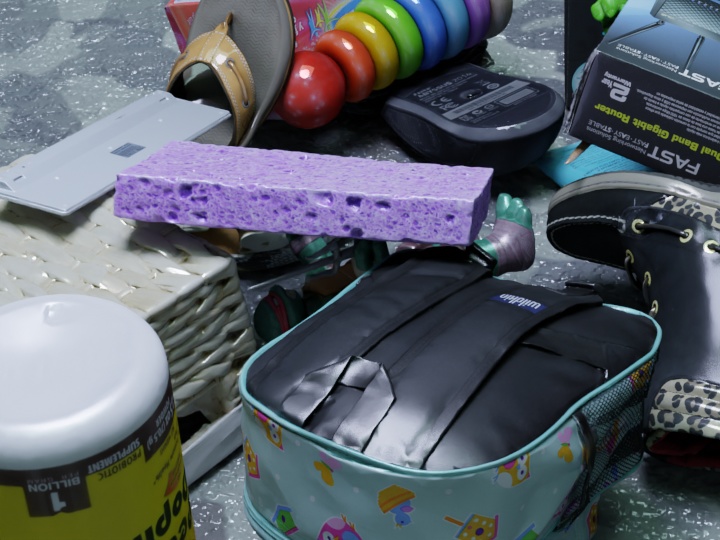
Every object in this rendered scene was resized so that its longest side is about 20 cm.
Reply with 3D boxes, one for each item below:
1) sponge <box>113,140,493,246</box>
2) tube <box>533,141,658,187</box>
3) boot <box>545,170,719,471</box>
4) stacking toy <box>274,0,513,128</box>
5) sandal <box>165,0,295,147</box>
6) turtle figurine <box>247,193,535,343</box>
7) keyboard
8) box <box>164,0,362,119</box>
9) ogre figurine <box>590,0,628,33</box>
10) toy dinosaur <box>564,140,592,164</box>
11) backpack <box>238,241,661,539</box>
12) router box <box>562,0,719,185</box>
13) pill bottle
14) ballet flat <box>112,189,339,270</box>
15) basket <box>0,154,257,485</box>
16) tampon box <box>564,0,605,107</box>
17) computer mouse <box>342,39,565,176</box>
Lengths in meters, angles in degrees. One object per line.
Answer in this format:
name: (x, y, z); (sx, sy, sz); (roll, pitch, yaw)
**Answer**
sponge: (-0.029, -0.044, 0.928); (0.199, 0.030, 0.112); (6, 14, 10)
tube: (0.187, -0.045, 1.094); (0.077, 0.051, 0.200); (-14, 34, -14)
boot: (0.172, 0.027, 0.947); (0.203, 0.073, 0.154); (7, 66, 42)
stacking toy: (0.016, -0.162, 1.186); (0.200, 0.086, 0.085); (-37, 48, -27)
sandal: (-0.105, -0.116, 1.112); (0.081, 0.055, 0.201); (24, 85, 19)
turtle figurine: (0.000, 0.000, 1.000); (0.199, 0.101, 0.150); (-14, 24, -29)
keyboard: (-0.148, -0.073, 1.004); (0.056, 0.011, 0.200); (20, 28, 16)
box: (-0.035, -0.197, 1.249); (0.102, 0.095, 0.200); (7, 34, 46)
ogre figurine: (0.258, -0.129, 1.134); (0.199, 0.120, 0.098); (0, 33, 2)
toy dinosaur: (0.206, -0.084, 1.052); (0.199, 0.061, 0.106); (17, 23, -24)
backpack: (0.036, 0.087, 0.835); (0.175, 0.154, 0.200); (22, 26, 29)
router box: (0.239, -0.102, 1.001); (0.199, 0.062, 0.150); (23, 37, 10)
pill bottle: (-0.133, 0.118, 0.774); (0.109, 0.201, 0.109); (-2, 37, 2)
ballet flat: (-0.096, -0.033, 1.066); (0.199, 0.072, 0.072); (-4, 37, -9)
basket: (-0.165, 0.033, 0.953); (0.199, 0.124, 0.135); (27, 46, 34)
tampon box: (0.224, -0.234, 1.207); (0.149, 0.201, 0.127); (0, 37, 7)
computer mouse: (0.077, -0.110, 1.187); (0.138, 0.053, 0.200); (-23, 29, -20)
